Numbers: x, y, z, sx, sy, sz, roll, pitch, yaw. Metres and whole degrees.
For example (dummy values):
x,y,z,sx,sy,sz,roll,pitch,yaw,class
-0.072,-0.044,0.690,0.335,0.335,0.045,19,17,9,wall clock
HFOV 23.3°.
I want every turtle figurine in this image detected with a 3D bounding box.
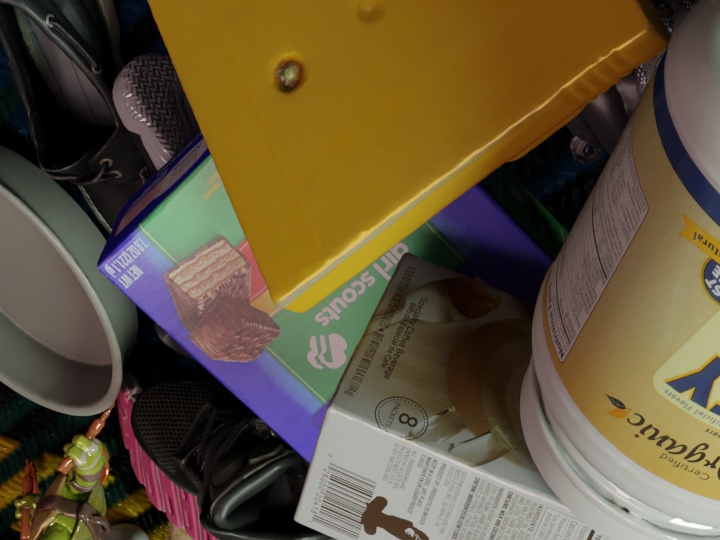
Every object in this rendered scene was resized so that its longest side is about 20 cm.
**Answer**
x,y,z,sx,sy,sz,roll,pitch,yaw,class
-0.201,0.172,1.147,0.064,0.162,0.200,29,146,-13,turtle figurine

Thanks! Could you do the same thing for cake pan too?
x,y,z,sx,sy,sz,roll,pitch,yaw,class
-0.212,0.001,1.066,0.199,0.037,0.202,28,142,24,cake pan

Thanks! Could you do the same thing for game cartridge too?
x,y,z,sx,sy,sz,roll,pitch,yaw,class
0.012,-0.108,0.744,0.199,0.032,0.178,-35,64,21,game cartridge

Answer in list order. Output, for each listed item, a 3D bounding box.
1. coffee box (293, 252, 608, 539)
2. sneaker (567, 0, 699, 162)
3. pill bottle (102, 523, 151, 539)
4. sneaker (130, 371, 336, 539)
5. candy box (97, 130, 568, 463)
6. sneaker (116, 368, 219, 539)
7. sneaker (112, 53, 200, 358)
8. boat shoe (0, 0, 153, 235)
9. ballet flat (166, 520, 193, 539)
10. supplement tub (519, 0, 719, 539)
x,y,z,sx,sy,sz,roll,pitch,yaw,class
0.086,0.087,0.761,0.198,0.115,0.080,22,132,5,coffee box
0.136,-0.107,0.725,0.113,0.076,0.202,19,135,17,sneaker
-0.142,0.286,1.213,0.115,0.116,0.201,-21,111,42,pill bottle
-0.067,0.100,0.952,0.199,0.077,0.114,31,176,35,sneaker
0.000,0.000,0.859,0.169,0.077,0.200,-41,107,20,candy box
-0.074,0.120,1.070,0.200,0.087,0.074,39,144,36,sneaker
-0.087,-0.018,0.958,0.113,0.076,0.201,-26,110,41,sneaker
-0.154,-0.082,0.960,0.074,0.066,0.201,9,129,27,boat shoe
-0.040,0.185,1.096,0.198,0.071,0.066,16,134,21,ballet flat
0.148,0.005,0.651,0.144,0.145,0.201,31,137,9,supplement tub
